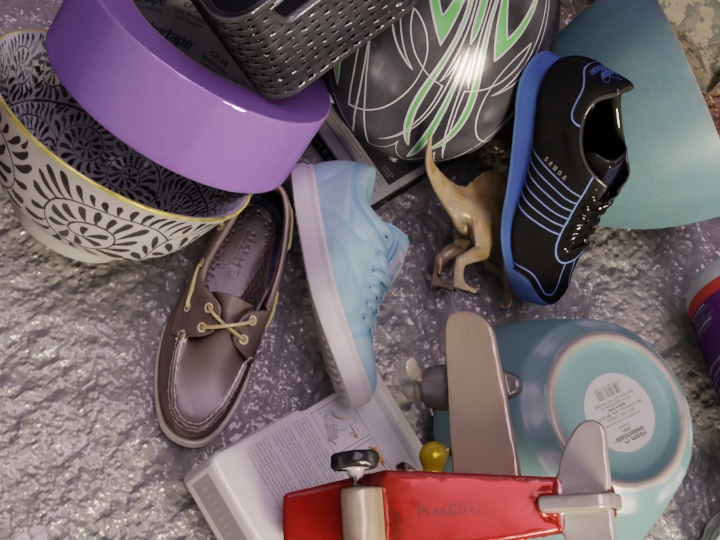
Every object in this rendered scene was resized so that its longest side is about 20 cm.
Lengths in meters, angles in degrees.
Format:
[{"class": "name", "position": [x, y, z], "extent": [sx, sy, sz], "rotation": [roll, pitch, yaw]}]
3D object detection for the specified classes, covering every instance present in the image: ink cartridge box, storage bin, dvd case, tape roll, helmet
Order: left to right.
[{"class": "tape roll", "position": [-0.120, -0.145, 0.861], "extent": [0.199, 0.066, 0.201], "rotation": [30, 27, -16]}, {"class": "storage bin", "position": [-0.067, -0.233, 0.810], "extent": [0.135, 0.094, 0.201], "rotation": [-36, 60, -1]}, {"class": "ink cartridge box", "position": [-0.003, 0.190, 0.840], "extent": [0.176, 0.045, 0.201], "rotation": [-22, 77, -48]}, {"class": "dvd case", "position": [0.037, -0.154, 1.002], "extent": [0.199, 0.025, 0.151], "rotation": [-33, 83, -26]}, {"class": "helmet", "position": [0.058, -0.186, 0.911], "extent": [0.198, 0.201, 0.192], "rotation": [13, 51, -13]}]

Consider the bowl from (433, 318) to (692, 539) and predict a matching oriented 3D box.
[{"class": "bowl", "position": [0.163, 0.116, 0.887], "extent": [0.199, 0.105, 0.203], "rotation": [8, 65, -18]}]

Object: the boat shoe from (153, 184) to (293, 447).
[{"class": "boat shoe", "position": [-0.096, 0.026, 0.864], "extent": [0.071, 0.060, 0.202], "rotation": [22, 64, -9]}]

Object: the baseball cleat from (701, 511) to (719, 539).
[{"class": "baseball cleat", "position": [0.306, 0.257, 0.914], "extent": [0.105, 0.070, 0.202], "rotation": [14, 56, -7]}]

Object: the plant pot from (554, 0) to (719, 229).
[{"class": "plant pot", "position": [0.199, -0.114, 0.967], "extent": [0.134, 0.200, 0.202], "rotation": [-24, 75, 12]}]

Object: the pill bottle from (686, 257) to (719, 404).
[{"class": "pill bottle", "position": [0.334, 0.086, 0.937], "extent": [0.111, 0.113, 0.202], "rotation": [1, 55, -18]}]

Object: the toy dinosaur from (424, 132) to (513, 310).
[{"class": "toy dinosaur", "position": [0.088, -0.032, 0.931], "extent": [0.199, 0.058, 0.102], "rotation": [24, 81, -42]}]

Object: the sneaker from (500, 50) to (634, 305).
[{"class": "sneaker", "position": [0.153, -0.056, 0.877], "extent": [0.078, 0.202, 0.070], "rotation": [24, 39, 39]}]

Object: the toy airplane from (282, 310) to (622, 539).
[{"class": "toy airplane", "position": [0.074, 0.157, 0.789], "extent": [0.199, 0.141, 0.200], "rotation": [41, 78, 8]}]

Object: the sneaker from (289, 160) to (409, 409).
[{"class": "sneaker", "position": [0.000, 0.000, 0.879], "extent": [0.081, 0.074, 0.202], "rotation": [-11, 65, -2]}]

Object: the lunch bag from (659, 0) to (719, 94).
[{"class": "lunch bag", "position": [0.307, -0.294, 1.097], "extent": [0.200, 0.118, 0.164], "rotation": [42, 63, -4]}]

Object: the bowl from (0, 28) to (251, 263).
[{"class": "bowl", "position": [-0.183, -0.068, 0.834], "extent": [0.200, 0.094, 0.201], "rotation": [30, 25, -15]}]
